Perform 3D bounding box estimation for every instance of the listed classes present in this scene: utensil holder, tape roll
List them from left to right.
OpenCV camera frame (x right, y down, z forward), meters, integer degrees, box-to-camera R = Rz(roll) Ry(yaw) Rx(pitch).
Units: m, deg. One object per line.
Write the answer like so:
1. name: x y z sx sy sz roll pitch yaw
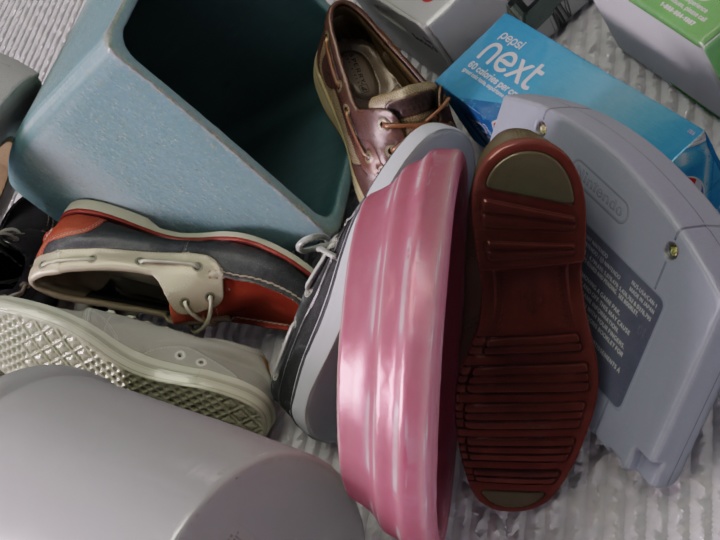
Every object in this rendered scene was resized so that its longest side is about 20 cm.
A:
1. tape roll: -0.281 -0.053 0.891 0.203 0.037 0.204 -155 90 -85
2. utensil holder: -0.120 0.152 0.685 0.199 0.170 0.170 11 62 40

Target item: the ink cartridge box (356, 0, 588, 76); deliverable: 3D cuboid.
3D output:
1. ink cartridge box: 0.100 -0.235 0.909 0.200 0.084 0.146 -43 40 -1

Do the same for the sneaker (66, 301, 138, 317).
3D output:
1. sneaker: -0.225 0.076 0.899 0.099 0.075 0.201 9 61 43

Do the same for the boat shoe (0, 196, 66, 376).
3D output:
1. boat shoe: -0.243 -0.007 0.901 0.072 0.063 0.200 -27 35 11

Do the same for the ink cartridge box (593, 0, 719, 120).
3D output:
1. ink cartridge box: 0.252 -0.196 0.756 0.200 0.084 0.145 -39 39 3

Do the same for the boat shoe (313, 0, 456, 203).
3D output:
1. boat shoe: 0.025 -0.090 0.807 0.072 0.072 0.201 -18 62 -13

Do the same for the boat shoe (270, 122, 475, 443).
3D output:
1. boat shoe: 0.002 0.001 0.760 0.068 0.073 0.200 34 109 47

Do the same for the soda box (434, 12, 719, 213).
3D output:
1. soda box: 0.130 -0.081 0.767 0.068 0.064 0.200 -42 40 -1

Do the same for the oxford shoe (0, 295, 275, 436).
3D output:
1. oxford shoe: -0.146 0.057 0.808 0.199 0.075 0.058 16 41 2

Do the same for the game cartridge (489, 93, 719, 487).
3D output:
1. game cartridge: 0.122 -0.003 0.661 0.200 0.041 0.134 54 134 45

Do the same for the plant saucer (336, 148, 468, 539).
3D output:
1. plant saucer: 0.023 0.039 0.642 0.051 0.201 0.201 4 53 8

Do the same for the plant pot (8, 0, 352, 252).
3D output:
1. plant pot: -0.133 -0.107 0.899 0.200 0.196 0.197 -30 33 37

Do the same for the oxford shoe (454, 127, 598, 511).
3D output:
1. oxford shoe: 0.084 0.025 0.654 0.070 0.201 0.075 3 19 0

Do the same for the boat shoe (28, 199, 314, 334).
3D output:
1. boat shoe: -0.117 0.009 0.832 0.199 0.071 0.063 15 49 9
